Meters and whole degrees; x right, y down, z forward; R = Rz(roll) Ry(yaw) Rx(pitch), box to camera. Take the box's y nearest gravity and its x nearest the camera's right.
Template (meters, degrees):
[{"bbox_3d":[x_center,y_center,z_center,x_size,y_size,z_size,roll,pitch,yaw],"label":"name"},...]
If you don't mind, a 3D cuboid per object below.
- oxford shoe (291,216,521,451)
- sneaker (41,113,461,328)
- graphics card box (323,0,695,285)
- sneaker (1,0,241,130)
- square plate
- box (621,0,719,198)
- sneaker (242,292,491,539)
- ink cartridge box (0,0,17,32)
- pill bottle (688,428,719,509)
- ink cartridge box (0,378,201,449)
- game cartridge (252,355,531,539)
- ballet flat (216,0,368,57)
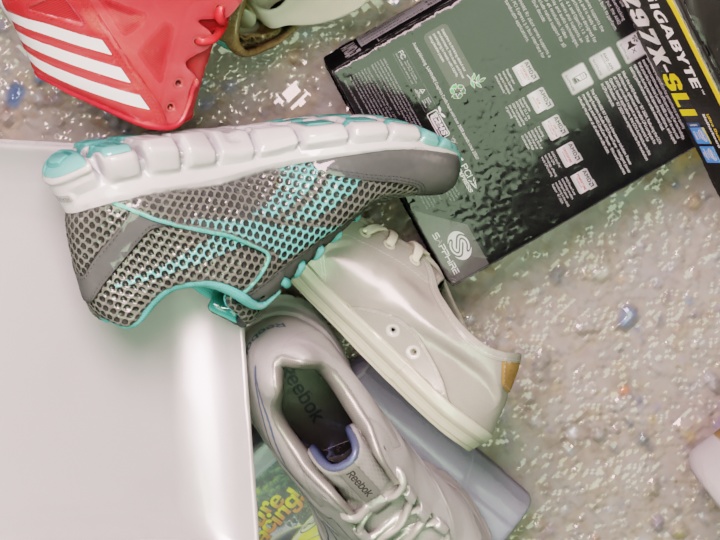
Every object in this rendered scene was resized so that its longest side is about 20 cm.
[{"bbox_3d":[0.000,0.000,1.221,0.200,0.075,0.058,43,94,7],"label":"oxford shoe"},{"bbox_3d":[-0.046,-0.022,1.155,0.199,0.078,0.092,-8,98,-24],"label":"sneaker"},{"bbox_3d":[0.097,-0.096,1.236,0.200,0.051,0.126,-31,105,0],"label":"graphics card box"},{"bbox_3d":[-0.059,-0.131,1.123,0.199,0.078,0.116,-10,117,7],"label":"sneaker"},{"bbox_3d":[-0.140,0.042,1.135,0.198,0.028,0.201,1,80,-33],"label":"square plate"},{"bbox_3d":[0.233,-0.120,1.210,0.200,0.049,0.160,-35,108,-22],"label":"box"},{"bbox_3d":[0.001,0.104,1.217,0.074,0.087,0.200,-39,105,1],"label":"sneaker"},{"bbox_3d":[-0.106,-0.218,1.166,0.200,0.085,0.145,-32,105,0],"label":"ink cartridge box"},{"bbox_3d":[0.272,0.078,1.263,0.200,0.114,0.114,-37,104,3],"label":"pill bottle"},{"bbox_3d":[-0.177,0.114,1.190,0.199,0.087,0.146,12,94,-30],"label":"ink cartridge box"},{"bbox_3d":[-0.027,0.147,1.286,0.133,0.041,0.200,40,96,-9],"label":"game cartridge"},{"bbox_3d":[0.008,-0.162,1.194,0.200,0.072,0.068,-32,137,1],"label":"ballet flat"}]
